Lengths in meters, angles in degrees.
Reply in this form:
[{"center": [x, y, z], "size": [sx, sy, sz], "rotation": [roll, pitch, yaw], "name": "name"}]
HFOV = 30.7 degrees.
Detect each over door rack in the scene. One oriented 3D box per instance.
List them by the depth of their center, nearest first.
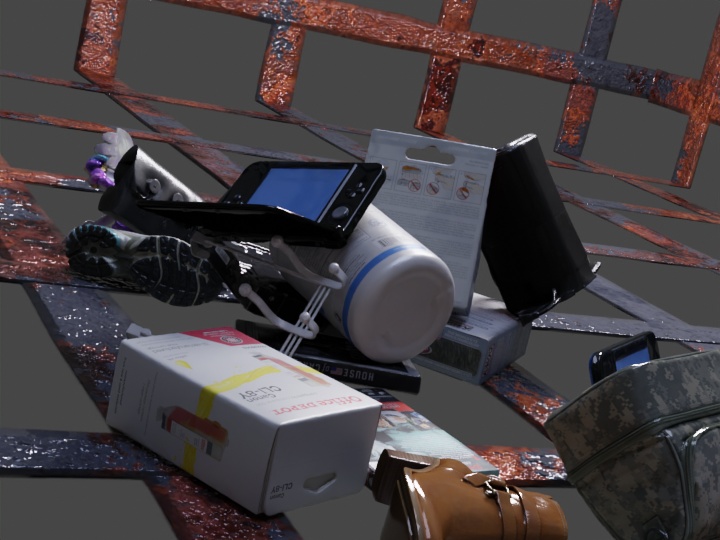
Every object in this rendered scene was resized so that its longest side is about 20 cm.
[{"center": [-0.132, 0.032, 1.338], "size": [0.198, 0.067, 0.148], "rotation": [13, 55, 27], "name": "over door rack"}]

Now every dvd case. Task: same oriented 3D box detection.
[{"center": [0.018, 0.160, 1.261], "size": [0.145, 0.022, 0.199], "rotation": [3, 16, -37], "name": "dvd case"}, {"center": [-0.040, 0.093, 1.427], "size": [0.198, 0.025, 0.150], "rotation": [10, 7, -7], "name": "dvd case"}]

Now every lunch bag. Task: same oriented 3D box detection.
[{"center": [0.294, 0.176, 1.215], "size": [0.199, 0.139, 0.169], "rotation": [-2, 62, -46], "name": "lunch bag"}]

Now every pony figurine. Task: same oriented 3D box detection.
[{"center": [-0.299, -0.089, 1.735], "size": [0.199, 0.168, 0.193], "rotation": [28, 6, 1], "name": "pony figurine"}]

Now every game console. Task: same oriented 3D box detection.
[{"center": [-0.103, -0.088, 1.389], "size": [0.199, 0.117, 0.176], "rotation": [5, 49, 36], "name": "game console"}, {"center": [0.342, 0.155, 1.411], "size": [0.117, 0.173, 0.199], "rotation": [-10, 0, 30], "name": "game console"}]

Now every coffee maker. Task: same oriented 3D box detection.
[{"center": [0.204, -0.058, 1.624], "size": [0.134, 0.201, 0.192], "rotation": [-26, 5, 6], "name": "coffee maker"}]

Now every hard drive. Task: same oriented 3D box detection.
[{"center": [-0.076, 0.026, 1.553], "size": [0.199, 0.038, 0.140], "rotation": [18, 19, -38], "name": "hard drive"}]

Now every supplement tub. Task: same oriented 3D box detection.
[{"center": [0.000, 0.000, 1.436], "size": [0.131, 0.133, 0.200], "rotation": [3, 24, -36], "name": "supplement tub"}]

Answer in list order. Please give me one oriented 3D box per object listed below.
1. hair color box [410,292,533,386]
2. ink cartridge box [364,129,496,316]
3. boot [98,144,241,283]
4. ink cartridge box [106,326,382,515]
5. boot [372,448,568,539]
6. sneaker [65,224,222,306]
[{"center": [0.138, 0.080, 1.617], "size": [0.098, 0.061, 0.200], "rotation": [18, 14, 20], "name": "hair color box"}, {"center": [0.070, -0.058, 1.571], "size": [0.158, 0.202, 0.047], "rotation": [10, -12, 11], "name": "ink cartridge box"}, {"center": [-0.219, -0.098, 1.658], "size": [0.199, 0.166, 0.065], "rotation": [31, -31, -30], "name": "boot"}, {"center": [-0.101, 0.126, 1.149], "size": [0.199, 0.084, 0.145], "rotation": [23, 17, 35], "name": "ink cartridge box"}, {"center": [0.092, 0.210, 1.057], "size": [0.154, 0.077, 0.200], "rotation": [16, 6, -7], "name": "boot"}, {"center": [-0.251, -0.014, 1.588], "size": [0.198, 0.078, 0.086], "rotation": [19, 8, 13], "name": "sneaker"}]
